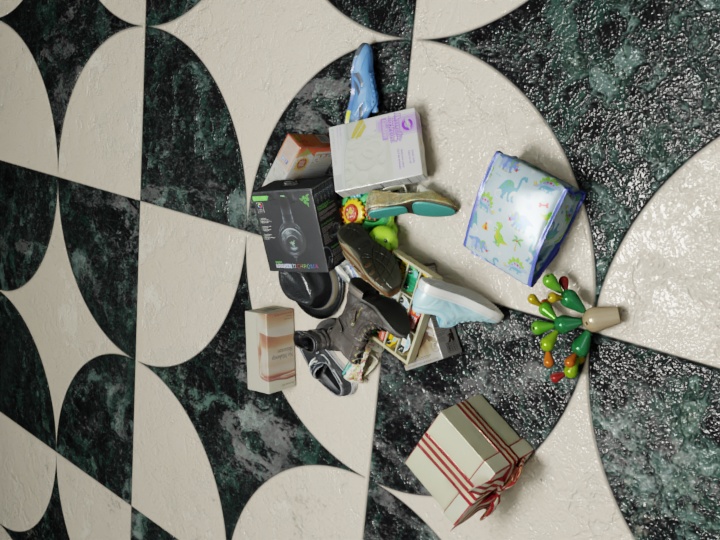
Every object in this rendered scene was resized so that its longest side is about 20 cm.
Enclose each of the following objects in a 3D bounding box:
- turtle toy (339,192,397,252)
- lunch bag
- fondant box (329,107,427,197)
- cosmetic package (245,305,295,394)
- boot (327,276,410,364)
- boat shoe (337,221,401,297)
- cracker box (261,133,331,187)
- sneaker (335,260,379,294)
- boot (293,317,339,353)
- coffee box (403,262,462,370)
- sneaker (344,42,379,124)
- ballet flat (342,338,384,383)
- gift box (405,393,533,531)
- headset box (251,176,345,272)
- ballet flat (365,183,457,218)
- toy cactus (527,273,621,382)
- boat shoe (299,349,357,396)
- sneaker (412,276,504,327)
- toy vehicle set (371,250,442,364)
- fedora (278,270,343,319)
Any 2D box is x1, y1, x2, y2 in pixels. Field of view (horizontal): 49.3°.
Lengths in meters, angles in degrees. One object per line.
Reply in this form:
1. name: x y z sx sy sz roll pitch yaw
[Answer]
1. turtle toy: 0.021 -0.114 1.740 0.201 0.100 0.147 50 124 24
2. lunch bag: 0.301 -0.096 1.483 0.169 0.126 0.204 33 107 32
3. fondant box: 0.037 -0.250 1.674 0.195 0.058 0.148 -10 79 16
4. cosmetic package: -0.229 0.200 2.003 0.086 0.102 0.206 5 101 41
5. boot: 0.016 0.131 1.672 0.200 0.068 0.177 43 127 35
6. boat shoe: 0.021 -0.017 1.652 0.201 0.074 0.075 53 158 34
7. cracker box: -0.152 -0.225 1.853 0.058 0.132 0.202 46 122 25
8. sneaker: 0.000 0.000 1.804 0.084 0.077 0.203 -30 84 29
9. boot: -0.101 0.151 1.833 0.199 0.129 0.072 -179 89 -64
10. coffee box: 0.128 0.098 1.690 0.112 0.079 0.205 -24 80 41
11. sneaker: 0.017 -0.395 1.735 0.077 0.066 0.205 15 106 26
12. ballet flat: 0.020 0.182 1.817 0.063 0.076 0.202 27 122 1
13. gift box: 0.215 0.395 1.585 0.187 0.198 0.187 45 127 25
14. headset box: -0.134 -0.108 1.745 0.171 0.092 0.205 2 113 33
15. ballet flat: 0.106 -0.149 1.651 0.195 0.071 0.073 -2 96 9
16. toy cactus: 0.401 0.100 1.462 0.161 0.102 0.205 -12 86 22
17. boat shoe: -0.095 0.235 1.911 0.200 0.067 0.073 44 122 28
18. sneaker: 0.191 0.079 1.576 0.074 0.196 0.083 -105 38 -66
19. toy vehicle set: 0.090 0.077 1.649 0.123 0.026 0.204 32 116 35
20. fedora: -0.135 0.027 1.900 0.197 0.091 0.206 7 101 40
